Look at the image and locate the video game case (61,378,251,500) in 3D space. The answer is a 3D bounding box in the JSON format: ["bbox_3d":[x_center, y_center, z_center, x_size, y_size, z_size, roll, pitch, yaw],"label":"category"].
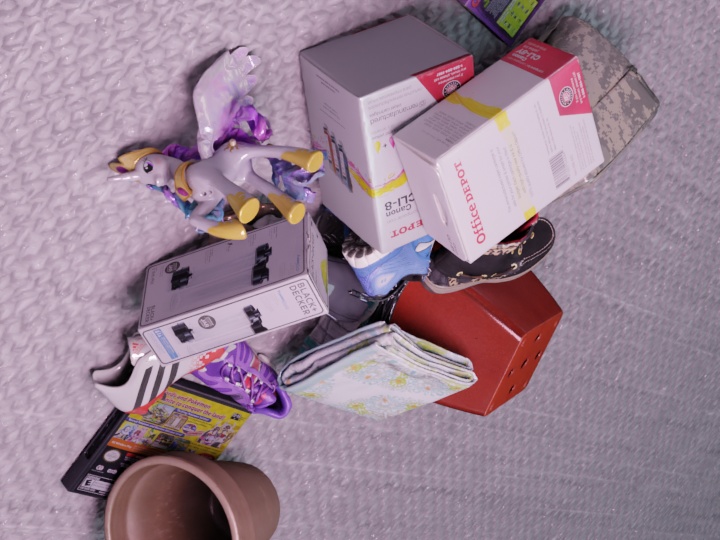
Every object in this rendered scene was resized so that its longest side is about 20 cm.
[{"bbox_3d":[-0.251,0.219,1.631,0.181,0.025,0.200,-52,142,8],"label":"video game case"}]

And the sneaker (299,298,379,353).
[{"bbox_3d":[-0.006,0.057,1.700,0.091,0.078,0.200,-8,135,-58],"label":"sneaker"}]

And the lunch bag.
[{"bbox_3d":[0.248,-0.202,1.598,0.200,0.168,0.139,-43,-170,-28],"label":"lunch bag"}]

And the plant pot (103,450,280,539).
[{"bbox_3d":[-0.192,0.314,1.622,0.201,0.200,0.174,-60,160,17],"label":"plant pot"}]

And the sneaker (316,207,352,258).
[{"bbox_3d":[-0.041,-0.027,1.586,0.076,0.077,0.200,44,73,-10],"label":"sneaker"}]

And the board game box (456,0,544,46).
[{"bbox_3d":[0.203,-0.375,1.531,0.200,0.032,0.120,-53,147,7],"label":"board game box"}]

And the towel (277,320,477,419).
[{"bbox_3d":[0.021,0.133,1.614,0.171,0.048,0.200,26,143,-37],"label":"towel"}]

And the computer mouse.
[{"bbox_3d":[0.000,0.000,1.533,0.200,0.046,0.141,31,82,-45],"label":"computer mouse"}]

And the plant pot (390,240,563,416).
[{"bbox_3d":[0.150,0.078,1.729,0.200,0.176,0.200,-23,141,-56],"label":"plant pot"}]

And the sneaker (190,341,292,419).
[{"bbox_3d":[-0.144,0.131,1.606,0.081,0.083,0.200,-50,143,4],"label":"sneaker"}]

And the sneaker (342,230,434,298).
[{"bbox_3d":[0.052,-0.037,1.529,0.200,0.078,0.089,-43,129,-39],"label":"sneaker"}]

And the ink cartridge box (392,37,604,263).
[{"bbox_3d":[0.148,-0.128,1.374,0.200,0.083,0.145,-36,131,-16],"label":"ink cartridge box"}]

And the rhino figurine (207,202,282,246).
[{"bbox_3d":[-0.137,0.007,1.514,0.087,0.060,0.201,-4,131,-13],"label":"rhino figurine"}]

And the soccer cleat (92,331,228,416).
[{"bbox_3d":[-0.219,0.088,1.479,0.200,0.069,0.085,-40,131,14],"label":"soccer cleat"}]

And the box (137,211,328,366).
[{"bbox_3d":[-0.136,0.020,1.409,0.199,0.117,0.060,-19,126,11],"label":"box"}]

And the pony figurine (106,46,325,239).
[{"bbox_3d":[-0.136,-0.113,1.329,0.193,0.199,0.167,-40,139,-36],"label":"pony figurine"}]

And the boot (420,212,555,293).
[{"bbox_3d":[0.178,-0.041,1.580,0.199,0.073,0.151,-15,163,-24],"label":"boot"}]

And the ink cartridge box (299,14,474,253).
[{"bbox_3d":[0.037,-0.151,1.438,0.145,0.145,0.201,-24,128,-20],"label":"ink cartridge box"}]
